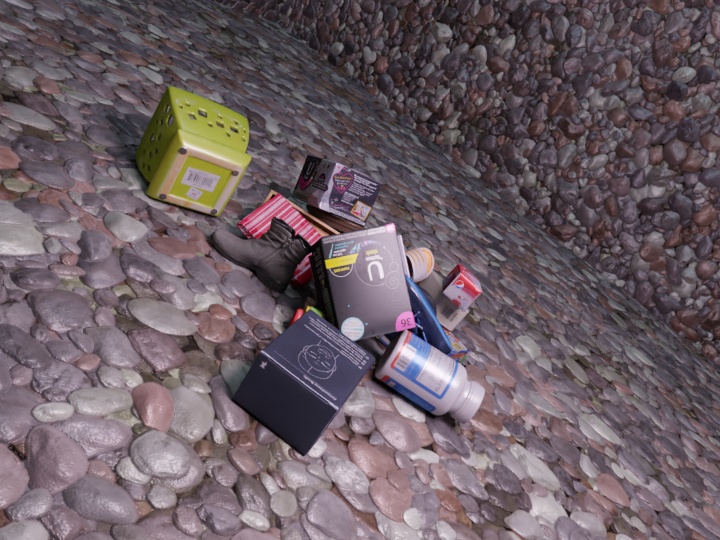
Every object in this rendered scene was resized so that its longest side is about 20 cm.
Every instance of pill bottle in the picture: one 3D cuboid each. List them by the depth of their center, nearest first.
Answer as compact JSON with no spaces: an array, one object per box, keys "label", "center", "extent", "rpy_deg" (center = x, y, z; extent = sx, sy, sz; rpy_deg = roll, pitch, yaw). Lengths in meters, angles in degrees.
[{"label":"pill bottle","center":[0.137,0.211,1.284],"extent":[0.199,0.113,0.112],"rpy_deg":[34,23,-2]}]

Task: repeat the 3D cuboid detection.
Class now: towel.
[{"label":"towel","center":[-0.157,-0.068,1.445],"extent":[0.200,0.023,0.145],"rpy_deg":[45,53,5]}]

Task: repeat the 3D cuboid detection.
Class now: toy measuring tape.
[{"label":"toy measuring tape","center":[-0.096,0.087,1.277],"extent":[0.073,0.074,0.200],"rpy_deg":[29,24,-10]}]

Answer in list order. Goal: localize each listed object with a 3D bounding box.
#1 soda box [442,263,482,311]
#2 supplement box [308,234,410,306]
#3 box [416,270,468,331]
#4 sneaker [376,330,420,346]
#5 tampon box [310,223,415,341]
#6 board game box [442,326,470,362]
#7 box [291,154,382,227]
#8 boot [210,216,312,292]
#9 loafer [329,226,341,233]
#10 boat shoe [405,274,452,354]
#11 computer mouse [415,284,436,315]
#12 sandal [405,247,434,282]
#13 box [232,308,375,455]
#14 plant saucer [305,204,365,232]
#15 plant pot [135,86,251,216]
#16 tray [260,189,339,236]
[{"label":"soda box","center":[0.238,0.037,1.546],"extent":[0.070,0.064,0.200],"rpy_deg":[41,11,1]},{"label":"supplement box","center":[0.000,0.000,1.377],"extent":[0.061,0.198,0.110],"rpy_deg":[-5,83,-87]},{"label":"box","center":[0.196,0.068,1.631],"extent":[0.082,0.069,0.200],"rpy_deg":[38,10,-15]},{"label":"sneaker","center":[0.107,0.144,1.413],"extent":[0.199,0.082,0.074],"rpy_deg":[38,22,4]},{"label":"tampon box","center":[0.002,0.028,1.266],"extent":[0.148,0.202,0.126],"rpy_deg":[-12,-2,-13]},{"label":"board game box","center":[0.156,0.131,1.528],"extent":[0.200,0.035,0.135],"rpy_deg":[45,14,25]},{"label":"box","center":[-0.061,-0.193,1.556],"extent":[0.131,0.116,0.200],"rpy_deg":[21,4,-27]},{"label":"boot","center":[-0.199,-0.061,1.349],"extent":[0.199,0.131,0.068],"rpy_deg":[34,23,2]},{"label":"loafer","center":[-0.066,-0.069,1.595],"extent":[0.199,0.076,0.067],"rpy_deg":[37,16,23]},{"label":"boat shoe","center":[0.119,0.104,1.327],"extent":[0.201,0.068,0.084],"rpy_deg":[60,7,-17]},{"label":"computer mouse","center":[0.098,0.043,1.447],"extent":[0.200,0.053,0.138],"rpy_deg":[40,11,32]},{"label":"sandal","center":[0.108,-0.002,1.618],"extent":[0.205,0.059,0.080],"rpy_deg":[-24,82,-27]},{"label":"box","center":[-0.086,0.174,1.074],"extent":[0.148,0.107,0.200],"rpy_deg":[36,23,6]},{"label":"plant saucer","center":[-0.043,-0.111,1.593],"extent":[0.198,0.030,0.200],"rpy_deg":[22,3,-1]},{"label":"plant pot","center":[-0.357,-0.243,1.429],"extent":[0.199,0.199,0.182],"rpy_deg":[17,34,-34]},{"label":"tray","center":[-0.146,-0.087,1.512],"extent":[0.199,0.099,0.037],"rpy_deg":[32,-12,-4]}]
